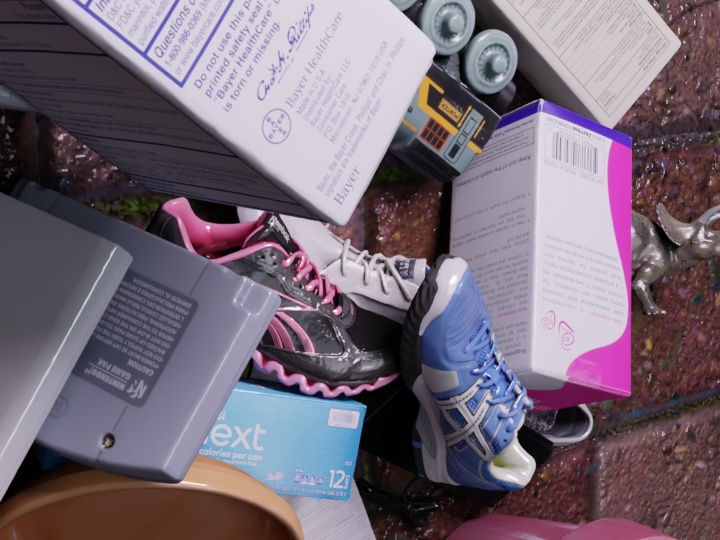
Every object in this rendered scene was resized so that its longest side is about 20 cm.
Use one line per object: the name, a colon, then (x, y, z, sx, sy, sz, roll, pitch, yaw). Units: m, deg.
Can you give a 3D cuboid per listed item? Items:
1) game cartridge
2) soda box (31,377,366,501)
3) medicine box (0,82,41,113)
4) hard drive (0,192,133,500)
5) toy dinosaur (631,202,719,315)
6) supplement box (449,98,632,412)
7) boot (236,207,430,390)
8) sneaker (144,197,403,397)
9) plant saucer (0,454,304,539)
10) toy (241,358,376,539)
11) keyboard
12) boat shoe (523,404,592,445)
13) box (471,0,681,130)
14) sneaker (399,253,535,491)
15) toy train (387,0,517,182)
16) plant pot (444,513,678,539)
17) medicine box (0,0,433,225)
game cartridge: (-0.154, 0.036, 0.755, 0.134, 0.199, 0.041, -59, 151, -14)
soda box: (-0.103, 0.098, 0.843, 0.198, 0.068, 0.065, 11, 91, -21)
medicine box: (-0.233, -0.186, 0.706, 0.199, 0.103, 0.184, 5, 95, -39)
hard drive: (-0.225, 0.056, 0.740, 0.201, 0.131, 0.027, -63, 151, -10)
toy dinosaur: (0.209, -0.017, 1.112, 0.198, 0.077, 0.103, 8, 86, -12)
supplement box: (0.132, -0.006, 0.985, 0.101, 0.103, 0.202, 17, 67, -34)
boot: (0.000, 0.000, 0.916, 0.200, 0.095, 0.074, 55, 28, -37)
sneaker: (-0.053, 0.012, 0.845, 0.199, 0.079, 0.096, 18, 116, -12)
plant saucer: (-0.134, 0.164, 0.819, 0.199, 0.200, 0.038, 29, 40, -38)
toy: (-0.072, 0.134, 0.927, 0.115, 0.047, 0.201, -26, 108, -26)
keyboard: (0.053, 0.141, 1.004, 0.127, 0.021, 0.200, -43, 136, 15)
boat shoe: (0.105, 0.100, 1.045, 0.199, 0.068, 0.072, 28, 81, -38)
box: (0.138, -0.204, 0.987, 0.095, 0.078, 0.200, -49, 120, -3)
sneaker: (0.075, 0.070, 0.873, 0.076, 0.077, 0.201, -56, 148, -36)
toy train: (0.027, -0.149, 0.934, 0.200, 0.085, 0.114, 34, 87, -37)
plant pot: (0.150, 0.278, 1.042, 0.199, 0.178, 0.202, -8, 104, -37)
medicine box: (-0.101, -0.122, 0.630, 0.200, 0.182, 0.103, 38, 74, -37)
